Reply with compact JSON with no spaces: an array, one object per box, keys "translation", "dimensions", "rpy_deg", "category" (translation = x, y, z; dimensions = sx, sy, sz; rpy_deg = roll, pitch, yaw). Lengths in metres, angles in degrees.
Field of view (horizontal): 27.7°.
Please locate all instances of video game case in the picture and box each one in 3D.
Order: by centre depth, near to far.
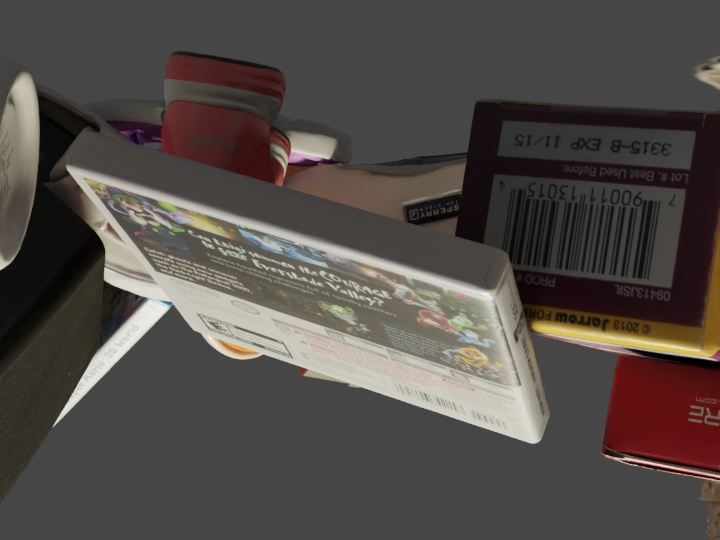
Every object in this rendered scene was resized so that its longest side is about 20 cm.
[{"translation":[-0.016,0.012,0.664],"dimensions":[0.198,0.024,0.182],"rpy_deg":[17,160,20],"category":"video game case"},{"translation":[-0.170,0.018,0.963],"dimensions":[0.018,0.144,0.200],"rpy_deg":[28,133,-23],"category":"video game case"}]

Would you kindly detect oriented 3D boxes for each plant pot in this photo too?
[{"translation":[-0.251,0.025,0.811],"dimensions":[0.199,0.177,0.201],"rpy_deg":[40,152,11],"category":"plant pot"}]

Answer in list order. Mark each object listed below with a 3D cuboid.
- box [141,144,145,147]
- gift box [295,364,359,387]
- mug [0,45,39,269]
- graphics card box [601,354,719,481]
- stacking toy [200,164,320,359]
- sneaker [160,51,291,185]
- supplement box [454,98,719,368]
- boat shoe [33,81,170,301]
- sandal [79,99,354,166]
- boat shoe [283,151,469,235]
[{"translation":[-0.263,-0.077,1.022],"dimensions":[0.162,0.087,0.200],"rpy_deg":[8,178,12],"category":"box"},{"translation":[-0.027,0.088,2.646],"dimensions":[0.186,0.200,0.185],"rpy_deg":[16,-147,-49],"category":"gift box"},{"translation":[-0.237,-0.069,0.672],"dimensions":[0.173,0.149,0.201],"rpy_deg":[7,-151,0],"category":"mug"},{"translation":[0.192,0.077,0.713],"dimensions":[0.124,0.052,0.200],"rpy_deg":[8,176,17],"category":"graphics card box"},{"translation":[0.000,0.000,0.926],"dimensions":[0.198,0.148,0.146],"rpy_deg":[12,179,31],"category":"stacking toy"},{"translation":[-0.080,-0.044,0.758],"dimensions":[0.073,0.088,0.200],"rpy_deg":[10,169,0],"category":"sneaker"},{"translation":[0.147,-0.010,0.704],"dimensions":[0.130,0.105,0.199],"rpy_deg":[7,176,33],"category":"supplement box"},{"translation":[-0.158,-0.056,0.843],"dimensions":[0.199,0.072,0.066],"rpy_deg":[37,159,8],"category":"boat shoe"},{"translation":[-0.099,-0.072,0.882],"dimensions":[0.201,0.051,0.082],"rpy_deg":[7,177,32],"category":"sandal"},{"translation":[0.042,-0.027,0.846],"dimensions":[0.198,0.076,0.092],"rpy_deg":[-4,175,29],"category":"boat shoe"}]
